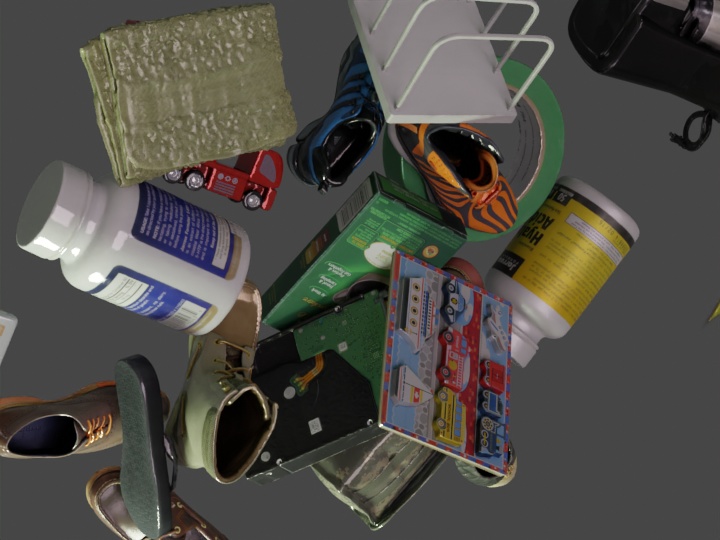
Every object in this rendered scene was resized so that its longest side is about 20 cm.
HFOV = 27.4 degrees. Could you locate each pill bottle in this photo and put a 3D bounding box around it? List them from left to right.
[{"bbox_3d":[-0.217,-0.026,1.411,0.200,0.120,0.120,26,93,-30],"label":"pill bottle"},{"bbox_3d":[0.207,0.004,1.629,0.111,0.111,0.200,38,87,-30],"label":"pill bottle"}]

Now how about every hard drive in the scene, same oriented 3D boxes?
[{"bbox_3d":[-0.038,0.116,1.490,0.200,0.140,0.038,-26,151,16],"label":"hard drive"}]

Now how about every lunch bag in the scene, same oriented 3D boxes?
[{"bbox_3d":[0.029,0.181,1.582,0.164,0.118,0.200,-47,150,-7],"label":"lunch bag"}]

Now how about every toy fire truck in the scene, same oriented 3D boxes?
[{"bbox_3d":[-0.154,-0.150,1.444,0.200,0.049,0.141,18,95,-30],"label":"toy fire truck"}]

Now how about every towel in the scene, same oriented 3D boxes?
[{"bbox_3d":[-0.157,-0.170,1.384,0.200,0.036,0.149,-19,108,-29],"label":"towel"}]

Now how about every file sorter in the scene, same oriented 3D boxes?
[{"bbox_3d":[0.083,-0.258,1.422,0.139,0.200,0.125,-2,149,-26],"label":"file sorter"}]

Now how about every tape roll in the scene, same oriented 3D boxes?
[{"bbox_3d":[0.123,-0.133,1.584,0.200,0.048,0.201,-7,108,-23],"label":"tape roll"}]

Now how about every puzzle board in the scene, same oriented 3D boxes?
[{"bbox_3d":[0.089,0.088,1.455,0.151,0.017,0.200,25,51,-26],"label":"puzzle board"}]

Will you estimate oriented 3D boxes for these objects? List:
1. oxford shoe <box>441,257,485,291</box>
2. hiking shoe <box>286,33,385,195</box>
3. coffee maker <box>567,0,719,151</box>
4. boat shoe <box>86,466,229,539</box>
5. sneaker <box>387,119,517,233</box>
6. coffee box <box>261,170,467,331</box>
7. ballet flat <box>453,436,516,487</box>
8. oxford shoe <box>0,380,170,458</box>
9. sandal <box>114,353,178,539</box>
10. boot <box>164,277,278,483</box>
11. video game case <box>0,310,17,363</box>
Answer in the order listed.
[{"bbox_3d":[0.103,0.089,1.571,0.075,0.070,0.200,-40,120,-43],"label":"oxford shoe"},{"bbox_3d":[0.007,-0.165,1.495,0.074,0.087,0.200,29,92,-30],"label":"hiking shoe"},{"bbox_3d":[0.335,-0.238,1.605,0.200,0.135,0.192,13,100,-28],"label":"coffee maker"},{"bbox_3d":[-0.197,0.274,1.541,0.200,0.070,0.070,37,91,-28],"label":"boat shoe"},{"bbox_3d":[0.112,-0.088,1.495,0.078,0.112,0.200,-51,126,-1],"label":"sneaker"},{"bbox_3d":[0.000,0.000,1.522,0.123,0.044,0.200,26,120,-29],"label":"coffee box"},{"bbox_3d":[0.131,0.184,1.554,0.067,0.057,0.200,-59,148,-16],"label":"ballet flat"},{"bbox_3d":[-0.272,0.157,1.461,0.200,0.073,0.071,-8,108,-32],"label":"oxford shoe"},{"bbox_3d":[-0.201,0.176,1.445,0.043,0.076,0.200,-17,120,-35],"label":"sandal"},{"bbox_3d":[-0.123,0.102,1.430,0.072,0.155,0.200,20,83,-21],"label":"boot"},{"bbox_3d":[-0.448,0.098,1.392,0.200,0.023,0.182,20,96,-29],"label":"video game case"}]
